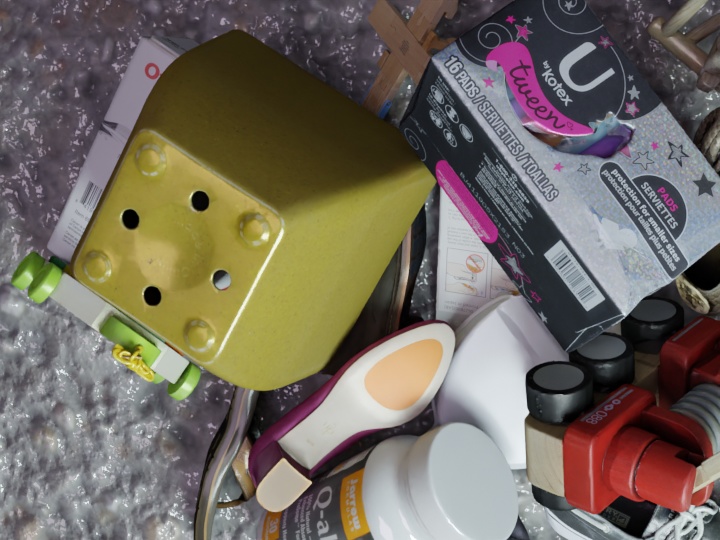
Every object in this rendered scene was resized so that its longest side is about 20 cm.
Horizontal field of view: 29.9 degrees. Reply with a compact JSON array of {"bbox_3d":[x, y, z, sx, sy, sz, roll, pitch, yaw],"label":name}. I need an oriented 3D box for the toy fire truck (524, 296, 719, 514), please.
[{"bbox_3d":[0.229,0.096,0.903,0.199,0.175,0.130,19,125,41],"label":"toy fire truck"}]

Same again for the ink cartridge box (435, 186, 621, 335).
[{"bbox_3d":[0.140,-0.040,1.030,0.159,0.050,0.202,9,118,19],"label":"ink cartridge box"}]

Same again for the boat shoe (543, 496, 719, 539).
[{"bbox_3d":[0.231,0.189,1.000,0.198,0.068,0.074,24,64,22],"label":"boat shoe"}]

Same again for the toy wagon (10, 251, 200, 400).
[{"bbox_3d":[-0.196,0.046,1.081,0.155,0.200,0.040,38,81,-24],"label":"toy wagon"}]

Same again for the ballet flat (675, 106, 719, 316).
[{"bbox_3d":[0.239,-0.033,0.926,0.067,0.046,0.201,42,155,29],"label":"ballet flat"}]

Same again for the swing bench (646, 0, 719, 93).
[{"bbox_3d":[0.308,-0.131,0.842,0.129,0.199,0.201,-31,85,-8],"label":"swing bench"}]

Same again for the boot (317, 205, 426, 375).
[{"bbox_3d":[0.000,0.000,1.056,0.096,0.075,0.202,4,104,12],"label":"boot"}]

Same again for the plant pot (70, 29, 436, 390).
[{"bbox_3d":[-0.090,-0.034,0.937,0.195,0.200,0.195,33,109,9],"label":"plant pot"}]

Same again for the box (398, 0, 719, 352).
[{"bbox_3d":[0.136,-0.068,0.889,0.114,0.132,0.201,-35,84,-15],"label":"box"}]

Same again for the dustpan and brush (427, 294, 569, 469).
[{"bbox_3d":[0.086,0.118,1.067,0.199,0.057,0.140,-37,97,15],"label":"dustpan and brush"}]

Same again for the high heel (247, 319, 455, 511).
[{"bbox_3d":[-0.008,0.103,1.049,0.067,0.096,0.200,41,96,-13],"label":"high heel"}]

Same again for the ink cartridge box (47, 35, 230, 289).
[{"bbox_3d":[-0.144,-0.070,1.099,0.144,0.084,0.201,33,109,12],"label":"ink cartridge box"}]

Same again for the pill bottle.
[{"bbox_3d":[0.019,0.195,1.038,0.199,0.116,0.117,-34,86,39],"label":"pill bottle"}]

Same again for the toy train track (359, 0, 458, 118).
[{"bbox_3d":[0.025,-0.134,1.048,0.201,0.032,0.115,-57,43,27],"label":"toy train track"}]

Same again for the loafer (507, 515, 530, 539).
[{"bbox_3d":[0.069,0.270,1.097,0.072,0.063,0.200,34,116,-20],"label":"loafer"}]

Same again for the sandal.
[{"bbox_3d":[-0.097,0.149,1.132,0.054,0.082,0.202,20,99,-6],"label":"sandal"}]
